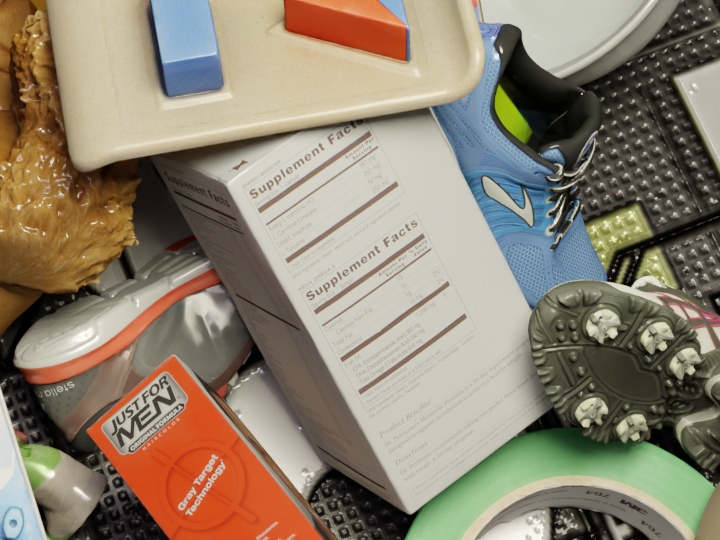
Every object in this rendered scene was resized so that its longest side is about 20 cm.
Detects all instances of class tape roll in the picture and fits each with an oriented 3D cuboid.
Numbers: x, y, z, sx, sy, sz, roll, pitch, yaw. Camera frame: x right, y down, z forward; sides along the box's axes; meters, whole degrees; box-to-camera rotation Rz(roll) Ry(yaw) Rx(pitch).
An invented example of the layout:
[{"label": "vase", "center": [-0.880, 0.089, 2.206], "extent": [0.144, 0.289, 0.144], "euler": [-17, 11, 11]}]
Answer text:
[{"label": "tape roll", "center": [0.111, 0.183, 1.200], "extent": [0.199, 0.048, 0.202], "euler": [1, 70, -4]}]

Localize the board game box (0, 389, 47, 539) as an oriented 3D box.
[{"label": "board game box", "center": [-0.264, 0.078, 1.080], "extent": [0.198, 0.026, 0.202], "euler": [-17, 90, -7]}]

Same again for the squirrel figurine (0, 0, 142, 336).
[{"label": "squirrel figurine", "center": [-0.182, -0.072, 1.211], "extent": [0.199, 0.142, 0.188], "euler": [-9, 45, 29]}]

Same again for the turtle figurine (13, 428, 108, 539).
[{"label": "turtle figurine", "center": [-0.240, 0.105, 1.169], "extent": [0.193, 0.144, 0.201], "euler": [36, 87, -10]}]

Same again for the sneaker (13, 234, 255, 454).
[{"label": "sneaker", "center": [-0.086, 0.032, 1.240], "extent": [0.199, 0.077, 0.082], "euler": [-27, 106, -20]}]

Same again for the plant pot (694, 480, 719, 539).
[{"label": "plant pot", "center": [0.279, 0.159, 1.146], "extent": [0.199, 0.134, 0.202], "euler": [6, 74, -21]}]

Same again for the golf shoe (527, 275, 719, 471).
[{"label": "golf shoe", "center": [0.143, 0.042, 1.197], "extent": [0.077, 0.199, 0.088], "euler": [-48, 46, 16]}]

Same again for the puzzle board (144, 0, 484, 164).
[{"label": "puzzle board", "center": [-0.035, -0.153, 1.281], "extent": [0.198, 0.017, 0.152], "euler": [-15, 66, 14]}]

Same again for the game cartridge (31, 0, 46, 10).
[{"label": "game cartridge", "center": [-0.094, -0.187, 1.249], "extent": [0.199, 0.032, 0.177], "euler": [31, 110, 23]}]

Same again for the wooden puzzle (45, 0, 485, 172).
[{"label": "wooden puzzle", "center": [-0.055, -0.148, 1.111], "extent": [0.198, 0.046, 0.186], "euler": [-13, 59, -1]}]

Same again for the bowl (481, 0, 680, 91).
[{"label": "bowl", "center": [0.109, -0.179, 1.289], "extent": [0.200, 0.090, 0.203], "euler": [-10, 69, 27]}]

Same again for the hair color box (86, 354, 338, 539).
[{"label": "hair color box", "center": [-0.041, 0.142, 1.139], "extent": [0.061, 0.102, 0.200], "euler": [-41, 70, -2]}]

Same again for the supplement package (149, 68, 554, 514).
[{"label": "supplement package", "center": [0.000, 0.000, 1.172], "extent": [0.109, 0.114, 0.201], "euler": [-35, 115, -16]}]

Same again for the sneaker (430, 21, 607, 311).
[{"label": "sneaker", "center": [0.087, -0.048, 1.213], "extent": [0.089, 0.201, 0.079], "euler": [-4, 45, 33]}]
